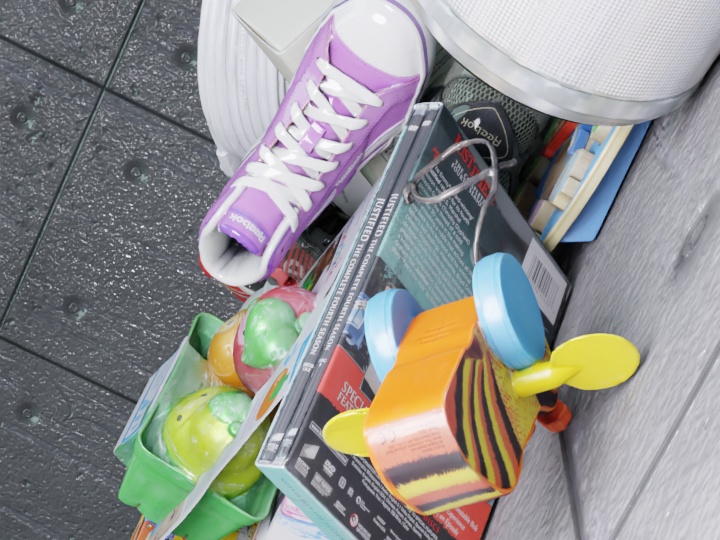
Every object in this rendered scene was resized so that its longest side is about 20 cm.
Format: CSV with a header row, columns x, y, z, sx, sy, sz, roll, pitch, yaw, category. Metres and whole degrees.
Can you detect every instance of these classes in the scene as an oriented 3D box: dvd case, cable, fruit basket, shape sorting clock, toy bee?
x,y,z,sx,sy,sz,roll,pitch,yaw,category
0.032,0.044,0.842,0.022,0.146,0.201,0,54,39,dvd case
-0.048,-0.170,1.198,0.200,0.069,0.202,63,-138,-69,cable
-0.062,0.054,1.035,0.201,0.093,0.186,-58,7,36,fruit basket
0.126,-0.082,0.990,0.200,0.039,0.201,-154,90,-86,shape sorting clock
0.059,0.041,0.749,0.130,0.109,0.200,-7,34,40,toy bee

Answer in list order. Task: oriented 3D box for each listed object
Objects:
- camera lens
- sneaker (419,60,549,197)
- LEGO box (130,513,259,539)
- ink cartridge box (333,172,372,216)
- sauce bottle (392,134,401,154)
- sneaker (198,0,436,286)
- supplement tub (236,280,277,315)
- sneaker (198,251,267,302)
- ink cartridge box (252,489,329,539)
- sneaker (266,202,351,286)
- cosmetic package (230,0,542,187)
x,y,z,sx,sy,sz,roll,pitch,yaw,category
0.118,-0.178,0.804,0.161,0.159,0.201,-69,6,-49,camera lens
0.050,-0.053,1.023,0.115,0.076,0.199,-58,1,-8,sneaker
-0.101,0.244,1.156,0.201,0.148,0.077,-61,5,38,LEGO box
0.015,-0.085,1.361,0.198,0.084,0.144,-21,-2,-8,ink cartridge box
0.031,0.034,0.906,0.065,0.064,0.202,167,108,-85,sauce bottle
-0.028,-0.063,1.002,0.201,0.072,0.115,-56,1,42,sneaker
-0.047,0.100,1.386,0.146,0.144,0.201,-70,6,-56,supplement tub
-0.044,0.015,1.482,0.085,0.199,0.078,-8,55,58,sneaker
0.012,0.098,1.055,0.201,0.085,0.148,-60,6,39,ink cartridge box
0.000,0.000,1.173,0.098,0.201,0.071,-40,1,45,sneaker
0.020,-0.119,1.122,0.103,0.200,0.073,-43,42,-3,cosmetic package
